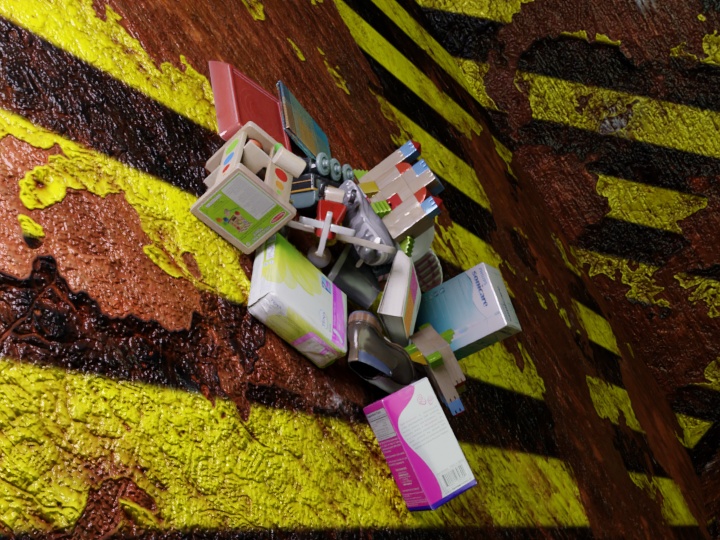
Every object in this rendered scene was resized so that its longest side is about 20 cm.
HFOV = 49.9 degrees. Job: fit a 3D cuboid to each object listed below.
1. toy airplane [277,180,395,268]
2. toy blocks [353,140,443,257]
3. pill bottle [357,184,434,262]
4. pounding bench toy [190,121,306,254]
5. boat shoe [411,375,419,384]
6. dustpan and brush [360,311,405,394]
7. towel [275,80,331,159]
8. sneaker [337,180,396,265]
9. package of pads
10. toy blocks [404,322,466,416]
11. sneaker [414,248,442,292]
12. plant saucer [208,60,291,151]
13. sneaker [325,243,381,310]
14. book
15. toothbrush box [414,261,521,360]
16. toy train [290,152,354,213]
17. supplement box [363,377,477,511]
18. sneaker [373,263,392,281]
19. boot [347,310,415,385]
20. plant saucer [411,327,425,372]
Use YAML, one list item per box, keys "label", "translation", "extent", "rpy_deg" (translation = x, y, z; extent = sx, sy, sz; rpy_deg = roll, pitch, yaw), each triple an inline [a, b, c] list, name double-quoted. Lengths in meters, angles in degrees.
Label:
- label: "toy airplane"
  translation: [-0.062, -0.064, 1.396]
  extent: [0.198, 0.143, 0.199]
  rpy_deg: [-8, 34, -43]
- label: "toy blocks"
  translation: [0.092, -0.148, 1.462]
  extent: [0.201, 0.136, 0.100]
  rpy_deg: [61, 12, 28]
- label: "pill bottle"
  translation: [0.055, -0.106, 1.643]
  extent: [0.200, 0.113, 0.112]
  rpy_deg: [38, 7, 40]
- label: "pounding bench toy"
  translation: [-0.158, -0.162, 1.273]
  extent: [0.124, 0.199, 0.157]
  rpy_deg: [38, 34, -27]
- label: "boat shoe"
  translation: [0.115, 0.254, 1.506]
  extent: [0.074, 0.073, 0.202]
  rpy_deg: [29, 40, -47]
- label: "dustpan and brush"
  translation: [0.030, 0.153, 1.493]
  extent: [0.139, 0.057, 0.202]
  rpy_deg: [34, 42, -31]
- label: "towel"
  translation: [-0.117, -0.295, 1.660]
  extent: [0.200, 0.022, 0.148]
  rpy_deg: [44, 27, -50]
- label: "sneaker"
  translation: [0.008, -0.087, 1.517]
  extent: [0.082, 0.075, 0.202]
  rpy_deg: [13, 46, -51]
- label: "package of pads"
  translation: [-0.103, 0.056, 1.318]
  extent: [0.200, 0.068, 0.156]
  rpy_deg: [43, 30, -32]
- label: "toy blocks"
  translation: [0.156, 0.192, 1.478]
  extent: [0.138, 0.099, 0.200]
  rpy_deg: [64, -3, -12]
- label: "sneaker"
  translation: [0.143, -0.043, 1.865]
  extent: [0.202, 0.080, 0.088]
  rpy_deg: [62, 18, 6]
- label: "plant saucer"
  translation: [-0.207, -0.305, 1.531]
  extent: [0.199, 0.036, 0.202]
  rpy_deg: [29, 40, -49]
- label: "sneaker"
  translation: [0.000, 0.000, 1.525]
  extent: [0.106, 0.075, 0.201]
  rpy_deg: [34, 39, -5]
- label: "book"
  translation: [0.087, 0.065, 1.534]
  extent: [0.200, 0.047, 0.135]
  rpy_deg: [69, 33, -62]
- label: "toothbrush box"
  translation: [0.217, 0.096, 1.635]
  extent: [0.085, 0.199, 0.148]
  rpy_deg: [18, 47, -54]
- label: "toy train"
  translation: [-0.075, -0.168, 1.579]
  extent: [0.199, 0.084, 0.116]
  rpy_deg: [12, 76, -62]
- label: "supplement box"
  translation: [0.101, 0.306, 1.357]
  extent: [0.100, 0.103, 0.202]
  rpy_deg: [-21, 82, -26]
- label: "sneaker"
  translation: [0.046, -0.015, 1.644]
  extent: [0.200, 0.081, 0.071]
  rpy_deg: [-16, 80, -63]
- label: "boot"
  translation: [0.032, 0.169, 1.360]
  extent: [0.200, 0.074, 0.098]
  rpy_deg: [50, 36, -35]
- label: "plant saucer"
  translation: [0.126, 0.125, 1.707]
  extent: [0.200, 0.034, 0.202]
  rpy_deg: [44, 30, -34]
